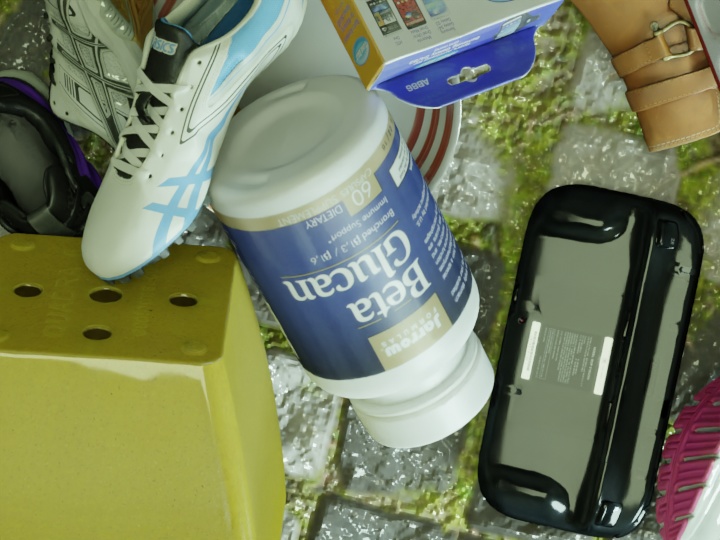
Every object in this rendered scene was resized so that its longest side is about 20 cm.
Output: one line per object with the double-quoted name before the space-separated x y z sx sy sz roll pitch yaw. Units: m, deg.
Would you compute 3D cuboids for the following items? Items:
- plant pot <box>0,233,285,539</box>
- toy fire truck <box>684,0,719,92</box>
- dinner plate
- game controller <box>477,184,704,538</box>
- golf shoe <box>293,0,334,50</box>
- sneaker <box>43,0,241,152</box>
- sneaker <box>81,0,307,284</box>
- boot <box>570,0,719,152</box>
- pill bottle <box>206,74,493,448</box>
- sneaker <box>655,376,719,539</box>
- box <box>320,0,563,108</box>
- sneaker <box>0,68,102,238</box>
"plant pot" -0.140 0.090 1.623 0.199 0.200 0.177 4 118 0
"toy fire truck" 0.226 -0.203 1.593 0.168 0.112 0.201 -26 85 38
"dinner plate" -0.038 -0.106 1.693 0.199 0.024 0.201 6 118 12
"game controller" 0.133 0.053 1.731 0.104 0.042 0.201 13 94 14
"golf shoe" -0.058 -0.218 1.689 0.092 0.073 0.200 -38 94 5
"sneaker" -0.151 -0.125 1.658 0.087 0.076 0.200 -24 108 25
"sneaker" -0.100 -0.088 1.590 0.072 0.072 0.201 31 85 -42
"boot" 0.151 -0.143 1.696 0.199 0.074 0.155 -9 98 4
"pill bottle" 0.000 0.000 1.659 0.111 0.111 0.200 -28 122 2
"sneaker" 0.245 0.084 1.700 0.088 0.081 0.200 35 86 -13
"box" 0.024 -0.188 1.622 0.119 0.041 0.201 -22 75 -23
"sneaker" -0.166 -0.022 1.690 0.069 0.100 0.200 -37 93 5
